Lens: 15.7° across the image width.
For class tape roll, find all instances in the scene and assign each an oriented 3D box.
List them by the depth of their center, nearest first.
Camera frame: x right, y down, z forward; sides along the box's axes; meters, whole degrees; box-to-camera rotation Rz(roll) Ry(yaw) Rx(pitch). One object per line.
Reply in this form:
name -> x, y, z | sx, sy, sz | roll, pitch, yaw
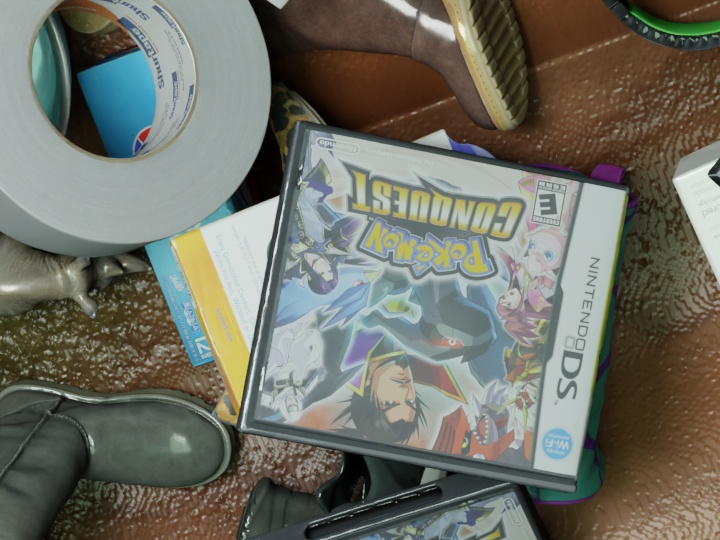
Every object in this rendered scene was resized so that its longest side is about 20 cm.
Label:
tape roll -> -0.155, -0.110, 1.532 | 0.200, 0.066, 0.201 | 4, 80, -26

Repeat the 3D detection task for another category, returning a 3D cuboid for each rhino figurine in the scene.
rhino figurine -> -0.228, 0.000, 1.673 | 0.199, 0.087, 0.060 | 2, 106, 12

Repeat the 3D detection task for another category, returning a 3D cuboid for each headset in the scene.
headset -> 0.174, -0.226, 1.547 | 0.123, 0.094, 0.200 | -35, 110, 14

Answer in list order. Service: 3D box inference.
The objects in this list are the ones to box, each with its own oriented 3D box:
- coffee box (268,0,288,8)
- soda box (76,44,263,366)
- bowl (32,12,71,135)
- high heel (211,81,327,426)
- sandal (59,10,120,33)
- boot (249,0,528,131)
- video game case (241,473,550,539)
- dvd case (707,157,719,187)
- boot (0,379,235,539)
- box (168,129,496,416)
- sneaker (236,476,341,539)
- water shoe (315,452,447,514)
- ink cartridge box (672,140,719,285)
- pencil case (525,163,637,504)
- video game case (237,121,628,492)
coffee box -> -0.031, -0.270, 1.520 | 0.080, 0.114, 0.200 | 30, 104, -44
soda box -> -0.105, -0.048, 1.646 | 0.068, 0.064, 0.201 | -19, 100, 16
bowl -> -0.262, -0.129, 1.637 | 0.200, 0.105, 0.201 | 3, 106, 12
high heel -> -0.057, -0.008, 1.596 | 0.142, 0.071, 0.200 | -25, 77, -3
sandal -> -0.141, -0.238, 1.590 | 0.078, 0.070, 0.212 | 36, 111, 23
boot -> -0.001, -0.156, 1.606 | 0.166, 0.072, 0.200 | -21, 101, 29
video game case -> 0.039, 0.210, 1.638 | 0.180, 0.026, 0.200 | -18, 135, 9
dvd case -> 0.317, -0.084, 1.511 | 0.150, 0.025, 0.200 | 41, 83, -12
boot -> -0.188, 0.135, 1.641 | 0.181, 0.200, 0.073 | 3, 106, 12
box -> 0.000, 0.000, 1.545 | 0.200, 0.041, 0.119 | -22, 90, -10
sneaker -> -0.046, 0.237, 1.709 | 0.090, 0.076, 0.201 | 10, 111, -1
water shoe -> 0.020, 0.076, 1.635 | 0.079, 0.071, 0.201 | 0, 109, -24
ink cartridge box -> 0.282, 0.005, 1.573 | 0.116, 0.067, 0.200 | -24, 98, 15
pencil case -> 0.119, 0.038, 1.609 | 0.085, 0.092, 0.201 | 22, 115, 39
video game case -> 0.043, 0.022, 1.509 | 0.199, 0.026, 0.181 | 11, 87, -7
